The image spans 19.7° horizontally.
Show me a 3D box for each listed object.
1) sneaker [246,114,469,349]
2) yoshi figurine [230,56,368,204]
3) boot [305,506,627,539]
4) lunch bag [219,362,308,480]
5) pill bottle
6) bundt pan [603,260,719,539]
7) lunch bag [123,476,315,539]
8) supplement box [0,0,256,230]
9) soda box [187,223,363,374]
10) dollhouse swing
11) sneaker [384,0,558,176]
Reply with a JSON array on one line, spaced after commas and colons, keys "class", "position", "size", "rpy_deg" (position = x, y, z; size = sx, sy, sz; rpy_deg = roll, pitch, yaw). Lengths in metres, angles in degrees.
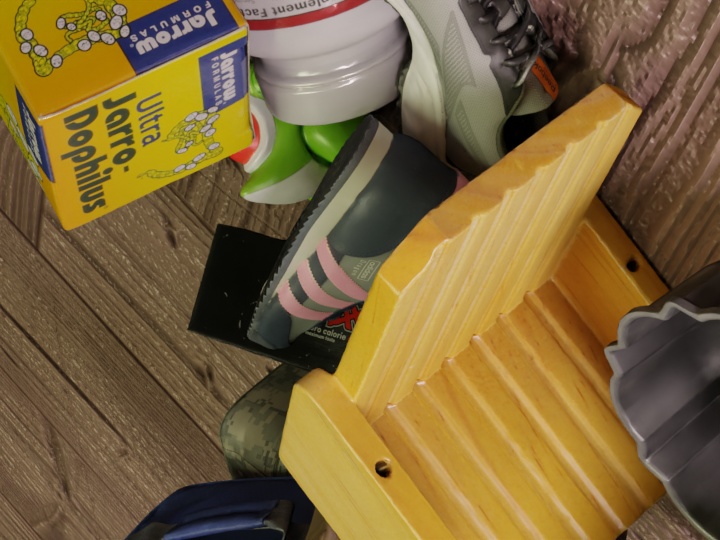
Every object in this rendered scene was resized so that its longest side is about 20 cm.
[{"class": "sneaker", "position": [0.000, 0.000, 1.074], "size": [0.082, 0.070, 0.200], "rpy_deg": [28, 150, -5]}, {"class": "yoshi figurine", "position": [-0.044, -0.112, 1.149], "size": [0.200, 0.112, 0.112], "rpy_deg": [42, -166, -6]}, {"class": "boot", "position": [0.048, 0.168, 1.043], "size": [0.166, 0.200, 0.072], "rpy_deg": [21, 153, -11]}, {"class": "lunch bag", "position": [0.029, 0.151, 1.247], "size": [0.168, 0.139, 0.200], "rpy_deg": [29, 144, 42]}, {"class": "pill bottle", "position": [-0.034, -0.176, 1.008], "size": [0.112, 0.112, 0.200], "rpy_deg": [21, 139, 46]}, {"class": "bundt pan", "position": [0.210, 0.071, 0.933], "size": [0.202, 0.076, 0.202], "rpy_deg": [38, 154, 22]}, {"class": "lunch bag", "position": [-0.054, 0.190, 1.145], "size": [0.200, 0.136, 0.132], "rpy_deg": [-9, 120, 39]}, {"class": "supplement box", "position": [-0.145, -0.141, 1.015], "size": [0.200, 0.109, 0.109], "rpy_deg": [58, 165, 23]}, {"class": "soda box", "position": [0.002, 0.030, 1.173], "size": [0.200, 0.071, 0.063], "rpy_deg": [16, 179, 35]}, {"class": "dollhouse swing", "position": [0.091, 0.046, 0.975], "size": [0.182, 0.200, 0.176], "rpy_deg": [53, 148, 2]}, {"class": "sneaker", "position": [0.058, -0.121, 0.986], "size": [0.079, 0.074, 0.200], "rpy_deg": [23, 147, 30]}]
